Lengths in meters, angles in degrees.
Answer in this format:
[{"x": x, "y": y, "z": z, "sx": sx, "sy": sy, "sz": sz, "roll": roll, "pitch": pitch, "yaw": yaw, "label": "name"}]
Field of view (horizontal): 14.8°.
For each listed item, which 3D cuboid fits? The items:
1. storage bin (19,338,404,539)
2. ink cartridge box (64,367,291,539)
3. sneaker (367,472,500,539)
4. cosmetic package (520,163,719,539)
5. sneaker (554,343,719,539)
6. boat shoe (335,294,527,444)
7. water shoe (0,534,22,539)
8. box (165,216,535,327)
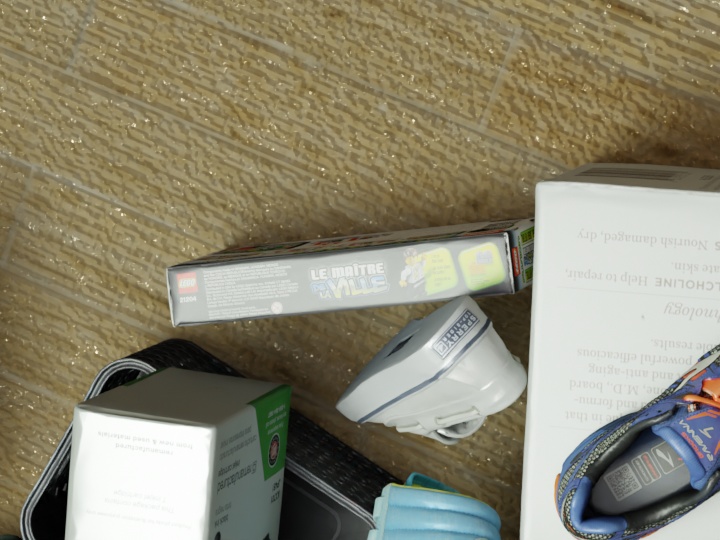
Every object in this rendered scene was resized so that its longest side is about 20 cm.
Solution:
[{"x": -0.080, "y": 0.146, "z": 1.617, "sx": 0.199, "sy": 0.094, "sz": 0.136, "roll": 33, "pitch": 102, "yaw": 8, "label": "storage bin"}, {"x": -0.102, "y": 0.165, "z": 1.502, "sx": 0.082, "sy": 0.147, "sz": 0.202, "roll": 7, "pitch": 99, "yaw": 14, "label": "ink cartridge box"}, {"x": 0.015, "y": 0.188, "z": 1.521, "sx": 0.200, "sy": 0.079, "sz": 0.131, "roll": -32, "pitch": 45, "yaw": 41, "label": "sneaker"}, {"x": 0.182, "y": 0.049, "z": 1.500, "sx": 0.165, "sy": 0.167, "sz": 0.202, "roll": 4, "pitch": 97, "yaw": 13, "label": "cosmetic package"}, {"x": 0.179, "y": 0.079, "z": 1.377, "sx": 0.200, "sy": 0.078, "sz": 0.075, "roll": -41, "pitch": 87, "yaw": 14, "label": "sneaker"}, {"x": 0.040, "y": 0.067, "z": 1.534, "sx": 0.065, "sy": 0.200, "sz": 0.074, "roll": 45, "pitch": 78, "yaw": -3, "label": "boat shoe"}, {"x": -0.211, "y": 0.198, "z": 1.626, "sx": 0.199, "sy": 0.071, "sz": 0.080, "roll": 14, "pitch": 100, "yaw": 47, "label": "water shoe"}, {"x": 0.000, "y": 0.000, "z": 1.572, "sx": 0.198, "sy": 0.110, "sz": 0.035, "roll": -6, "pitch": 95, "yaw": 16, "label": "box"}]
